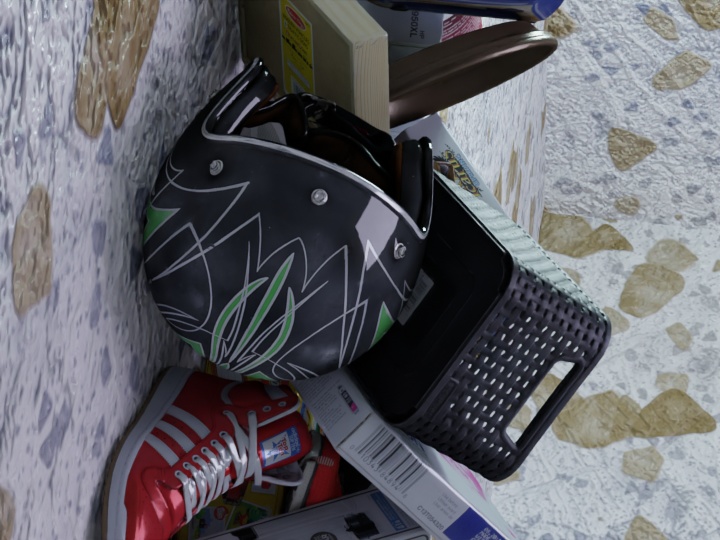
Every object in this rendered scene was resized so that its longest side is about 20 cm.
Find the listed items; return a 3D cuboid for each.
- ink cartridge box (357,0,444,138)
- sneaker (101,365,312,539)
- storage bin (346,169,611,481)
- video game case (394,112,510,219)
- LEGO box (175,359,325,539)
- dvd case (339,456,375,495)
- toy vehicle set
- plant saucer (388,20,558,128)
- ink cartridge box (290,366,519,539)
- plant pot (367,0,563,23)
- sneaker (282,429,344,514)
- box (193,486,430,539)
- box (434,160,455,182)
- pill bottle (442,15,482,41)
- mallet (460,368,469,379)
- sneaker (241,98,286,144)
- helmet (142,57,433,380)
[{"bbox_3d":[0.023,-0.207,1.891,0.200,0.084,0.145,103,-8,-64],"label":"ink cartridge box"},{"bbox_3d":[-0.097,0.132,1.434,0.200,0.112,0.071,-70,163,-55],"label":"sneaker"},{"bbox_3d":[0.064,0.032,1.465,0.135,0.094,0.200,-54,-152,9],"label":"storage bin"},{"bbox_3d":[0.055,-0.011,1.870,0.045,0.181,0.200,-29,172,-36],"label":"video game case"},{"bbox_3d":[-0.080,0.158,1.661,0.149,0.077,0.200,67,30,-72],"label":"LEGO box"},{"bbox_3d":[0.003,0.150,1.778,0.150,0.025,0.200,-48,-160,1],"label":"dvd case"},{"bbox_3d":[-0.036,-0.157,1.535,0.200,0.026,0.124,51,-29,45],"label":"toy vehicle set"},{"bbox_3d":[0.060,-0.152,1.731,0.200,0.200,0.030,5,62,-81],"label":"plant saucer"},{"bbox_3d":[0.019,0.114,1.537,0.196,0.043,0.200,44,6,-35],"label":"ink cartridge box"},{"bbox_3d":[0.078,-0.291,1.693,0.200,0.199,0.180,-21,117,-81],"label":"plant pot"},{"bbox_3d":[-0.011,0.190,1.601,0.200,0.085,0.077,85,14,-47],"label":"sneaker"},{"bbox_3d":[-0.053,0.232,1.521,0.060,0.200,0.117,-130,-149,-49],"label":"box"},{"bbox_3d":[0.017,0.010,1.793,0.021,0.200,0.164,-2,80,-39],"label":"box"},{"bbox_3d":[0.059,-0.267,2.120,0.200,0.113,0.113,75,23,-67],"label":"pill bottle"},{"bbox_3d":[0.059,0.009,1.814,0.066,0.041,0.201,-149,-129,-71],"label":"mallet"},{"bbox_3d":[-0.049,-0.044,1.584,0.115,0.076,0.201,2,67,-78],"label":"sneaker"},{"bbox_3d":[-0.048,-0.024,1.404,0.191,0.199,0.200,-75,167,-49],"label":"helmet"}]
